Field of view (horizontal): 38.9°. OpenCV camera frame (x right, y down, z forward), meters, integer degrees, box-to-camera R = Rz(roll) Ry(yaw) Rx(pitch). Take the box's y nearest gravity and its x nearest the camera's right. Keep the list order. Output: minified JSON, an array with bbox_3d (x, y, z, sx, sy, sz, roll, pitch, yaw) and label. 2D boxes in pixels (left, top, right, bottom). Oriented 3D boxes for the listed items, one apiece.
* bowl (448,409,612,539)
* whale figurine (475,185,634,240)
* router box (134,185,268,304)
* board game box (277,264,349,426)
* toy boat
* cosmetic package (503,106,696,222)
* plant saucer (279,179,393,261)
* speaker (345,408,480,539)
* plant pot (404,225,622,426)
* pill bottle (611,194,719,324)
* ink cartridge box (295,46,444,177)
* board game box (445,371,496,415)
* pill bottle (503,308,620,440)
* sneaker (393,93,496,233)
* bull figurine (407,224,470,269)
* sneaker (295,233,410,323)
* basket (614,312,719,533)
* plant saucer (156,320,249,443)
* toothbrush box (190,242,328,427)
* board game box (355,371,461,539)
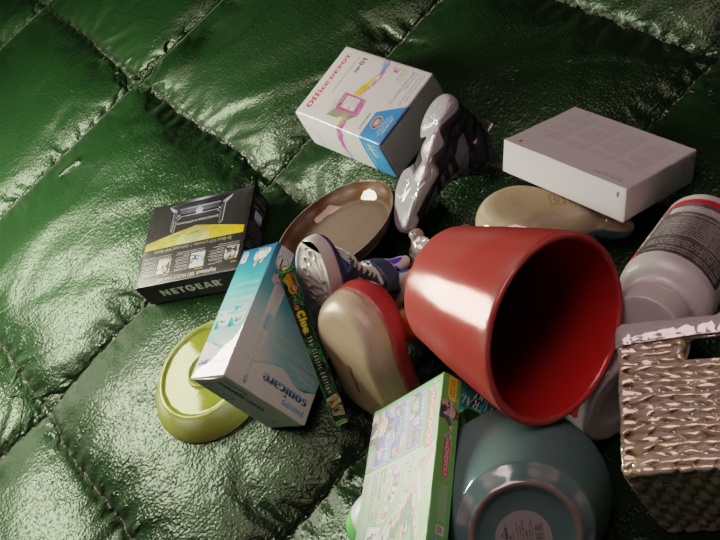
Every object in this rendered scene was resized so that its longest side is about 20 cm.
[{"bbox_3d":[0.167,0.253,1.052,0.199,0.203,0.105,-29,5,8],"label":"bowl"},{"bbox_3d":[0.247,-0.045,1.314,0.196,0.105,0.160,-4,31,0],"label":"whale figurine"},{"bbox_3d":[-0.250,-0.040,1.615,0.197,0.052,0.159,-10,54,24],"label":"router box"},{"bbox_3d":[-0.061,0.092,1.302,0.023,0.203,0.105,-21,6,-5],"label":"board game box"},{"bbox_3d":[0.035,0.087,1.271,0.131,0.202,0.130,-42,46,-22],"label":"toy boat"},{"bbox_3d":[0.306,-0.142,1.321,0.150,0.052,0.199,-24,38,-34],"label":"cosmetic package"},{"bbox_3d":[-0.033,-0.054,1.486,0.198,0.032,0.201,-24,32,16],"label":"plant saucer"},{"bbox_3d":[0.073,0.250,1.167,0.200,0.088,0.089,-45,44,19],"label":"speaker"},{"bbox_3d":[0.152,0.040,1.094,0.201,0.201,0.177,-51,35,-11],"label":"plant pot"},{"bbox_3d":[0.356,0.009,1.142,0.109,0.112,0.200,11,39,35],"label":"pill bottle"},{"bbox_3d":[0.017,-0.250,1.589,0.199,0.085,0.145,26,73,41],"label":"ink cartridge box"},{"bbox_3d":[0.151,0.215,1.217,0.198,0.028,0.136,19,69,39],"label":"board game box"},{"bbox_3d":[0.233,0.096,1.196,0.114,0.114,0.200,-45,48,-6],"label":"pill bottle"},{"bbox_3d":[0.125,-0.136,1.434,0.075,0.112,0.203,21,91,66],"label":"sneaker"},{"bbox_3d":[0.109,0.015,1.340,0.064,0.122,0.203,-1,57,-16],"label":"bull figurine"},{"bbox_3d":[0.000,0.000,1.337,0.146,0.202,0.080,-38,47,-24],"label":"sneaker"},{"bbox_3d":[0.369,0.154,1.019,0.195,0.200,0.163,-8,56,25],"label":"basket"},{"bbox_3d":[-0.220,0.150,1.478,0.197,0.031,0.202,-16,51,21],"label":"plant saucer"},{"bbox_3d":[-0.117,0.089,1.373,0.085,0.146,0.202,-13,50,47],"label":"toothbrush box"},{"bbox_3d":[0.049,0.223,1.095,0.134,0.029,0.202,-36,34,45],"label":"board game box"}]
